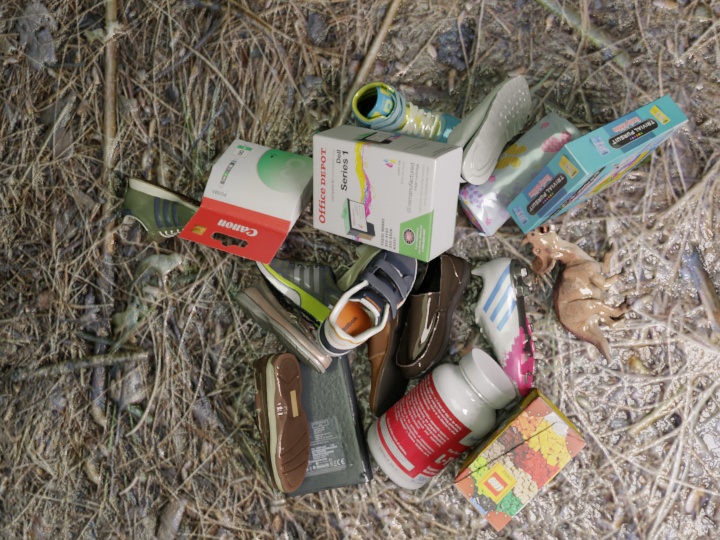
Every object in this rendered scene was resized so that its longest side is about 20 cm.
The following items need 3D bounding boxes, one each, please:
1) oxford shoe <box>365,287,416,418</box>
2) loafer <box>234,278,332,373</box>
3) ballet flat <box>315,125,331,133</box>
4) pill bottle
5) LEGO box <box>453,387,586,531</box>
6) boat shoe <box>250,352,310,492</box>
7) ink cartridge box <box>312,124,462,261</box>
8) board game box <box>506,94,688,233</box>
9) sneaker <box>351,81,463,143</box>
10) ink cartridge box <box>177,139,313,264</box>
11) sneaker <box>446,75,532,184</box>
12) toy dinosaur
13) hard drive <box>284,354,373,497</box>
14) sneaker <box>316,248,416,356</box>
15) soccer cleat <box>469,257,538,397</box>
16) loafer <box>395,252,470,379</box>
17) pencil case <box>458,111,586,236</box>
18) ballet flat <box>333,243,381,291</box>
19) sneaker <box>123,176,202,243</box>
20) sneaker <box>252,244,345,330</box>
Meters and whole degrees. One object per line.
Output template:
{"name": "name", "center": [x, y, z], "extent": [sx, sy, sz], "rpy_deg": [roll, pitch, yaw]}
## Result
{"name": "oxford shoe", "center": [0.037, 0.121, 0.986], "extent": [0.071, 0.071, 0.201], "rpy_deg": [5, 82, 39]}
{"name": "loafer", "center": [-0.112, 0.078, 1.006], "extent": [0.200, 0.072, 0.063], "rpy_deg": [35, 69, 27]}
{"name": "ballet flat", "center": [0.013, -0.158, 1.020], "extent": [0.068, 0.068, 0.200], "rpy_deg": [-36, 87, -3]}
{"name": "pill bottle", "center": [0.113, 0.203, 0.904], "extent": [0.200, 0.112, 0.112], "rpy_deg": [-45, 75, 19]}
{"name": "LEGO box", "center": [0.207, 0.237, 0.852], "extent": [0.077, 0.200, 0.149], "rpy_deg": [44, 95, 15]}
{"name": "boat shoe", "center": [-0.125, 0.225, 0.977], "extent": [0.075, 0.075, 0.203], "rpy_deg": [-7, 82, 37]}
{"name": "ink cartridge box", "center": [0.032, -0.113, 0.916], "extent": [0.199, 0.084, 0.145], "rpy_deg": [18, 120, 30]}
{"name": "board game box", "center": [0.307, -0.137, 0.853], "extent": [0.200, 0.151, 0.047], "rpy_deg": [-28, 76, -25]}
{"name": "sneaker", "center": [0.075, -0.222, 0.974], "extent": [0.199, 0.131, 0.080], "rpy_deg": [12, 86, 13]}
{"name": "ink cartridge box", "center": [-0.170, -0.114, 1.013], "extent": [0.160, 0.050, 0.200], "rpy_deg": [16, 50, 15]}
{"name": "sneaker", "center": [0.175, -0.209, 0.941], "extent": [0.080, 0.076, 0.200], "rpy_deg": [10, 56, 52]}
{"name": "toy dinosaur", "center": [0.300, 0.030, 0.916], "extent": [0.135, 0.086, 0.201], "rpy_deg": [-8, 86, 13]}
{"name": "hard drive", "center": [-0.069, 0.235, 1.006], "extent": [0.139, 0.033, 0.201], "rpy_deg": [-14, 80, 12]}
{"name": "sneaker", "center": [0.022, 0.035, 0.897], "extent": [0.078, 0.079, 0.200], "rpy_deg": [40, 66, -3]}
{"name": "soccer cleat", "center": [0.205, 0.082, 0.947], "extent": [0.086, 0.070, 0.201], "rpy_deg": [-8, 80, 30]}
{"name": "loafer", "center": [0.092, 0.058, 0.945], "extent": [0.073, 0.071, 0.201], "rpy_deg": [-4, 58, 51]}
{"name": "pencil case", "center": [0.234, -0.139, 0.950], "extent": [0.200, 0.091, 0.083], "rpy_deg": [-38, 42, 6]}
{"name": "ballet flat", "center": [0.000, 0.000, 1.004], "extent": [0.069, 0.069, 0.200], "rpy_deg": [45, 95, 14]}
{"name": "sneaker", "center": [-0.315, -0.084, 1.092], "extent": [0.200, 0.067, 0.090], "rpy_deg": [23, 97, 15]}
{"name": "sneaker", "center": [-0.082, 0.019, 0.973], "extent": [0.200, 0.074, 0.081], "rpy_deg": [38, 73, 21]}
